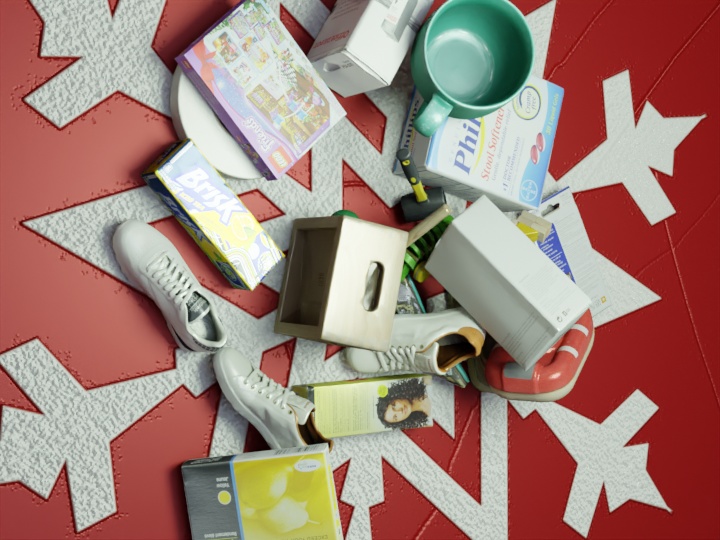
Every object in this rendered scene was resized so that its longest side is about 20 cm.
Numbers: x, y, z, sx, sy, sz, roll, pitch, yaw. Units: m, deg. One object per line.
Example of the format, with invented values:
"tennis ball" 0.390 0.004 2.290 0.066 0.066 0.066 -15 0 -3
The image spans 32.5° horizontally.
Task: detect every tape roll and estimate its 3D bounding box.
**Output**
"tape roll" -0.152 -0.221 1.627 0.200 0.037 0.207 -1 91 -27

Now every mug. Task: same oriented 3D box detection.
"mug" 0.127 -0.271 1.620 0.182 0.114 0.154 -22 92 -12

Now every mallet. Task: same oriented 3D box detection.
"mallet" 0.065 -0.115 1.670 0.065 0.200 0.042 -16 69 14

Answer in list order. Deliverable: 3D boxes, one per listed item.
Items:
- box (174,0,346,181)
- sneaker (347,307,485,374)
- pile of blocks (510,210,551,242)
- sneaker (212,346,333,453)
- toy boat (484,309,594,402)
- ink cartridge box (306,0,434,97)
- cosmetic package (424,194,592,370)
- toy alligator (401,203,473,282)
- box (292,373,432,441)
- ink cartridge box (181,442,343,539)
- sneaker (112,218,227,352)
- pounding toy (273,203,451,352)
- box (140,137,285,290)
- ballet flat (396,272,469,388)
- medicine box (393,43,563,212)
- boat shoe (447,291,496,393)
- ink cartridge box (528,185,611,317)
"box" -0.126 -0.237 1.597 0.137 0.039 0.201 -44 110 -21
"sneaker" 0.070 0.105 1.663 0.197 0.085 0.074 -17 119 16
"pile of blocks" 0.174 -0.030 1.758 0.196 0.063 0.083 -5 56 -2
"sneaker" -0.107 0.169 1.612 0.201 0.084 0.073 51 30 -7
"toy boat" 0.246 0.081 1.718 0.201 0.128 0.132 -53 136 -48
"ink cartridge box" 0.022 -0.342 1.654 0.084 0.145 0.202 35 76 -22
"cosmetic package" 0.189 0.016 1.612 0.081 0.113 0.200 -34 76 -35
"toy alligator" 0.102 -0.047 1.700 0.199 0.055 0.059 -40 64 -22
"box" 0.005 0.186 1.709 0.197 0.050 0.077 -4 93 -27
"ink cartridge box" -0.121 0.334 1.590 0.194 0.047 0.204 -8 94 10
"sneaker" -0.235 0.017 1.563 0.076 0.080 0.201 -42 107 -19
"pounding toy" 0.000 0.000 1.627 0.140 0.183 0.204 13 85 -27
"box" -0.190 -0.071 1.594 0.070 0.064 0.201 -45 109 -20
"ballet flat" 0.081 0.091 1.747 0.072 0.072 0.202 -37 107 -22
"medicine box" 0.169 -0.199 1.758 0.197 0.102 0.185 17 83 -27
"boat shoe" 0.179 0.080 1.790 0.072 0.063 0.204 -13 97 -27
"ink cartridge box" 0.307 -0.017 1.873 0.094 0.037 0.203 -28 106 -24
